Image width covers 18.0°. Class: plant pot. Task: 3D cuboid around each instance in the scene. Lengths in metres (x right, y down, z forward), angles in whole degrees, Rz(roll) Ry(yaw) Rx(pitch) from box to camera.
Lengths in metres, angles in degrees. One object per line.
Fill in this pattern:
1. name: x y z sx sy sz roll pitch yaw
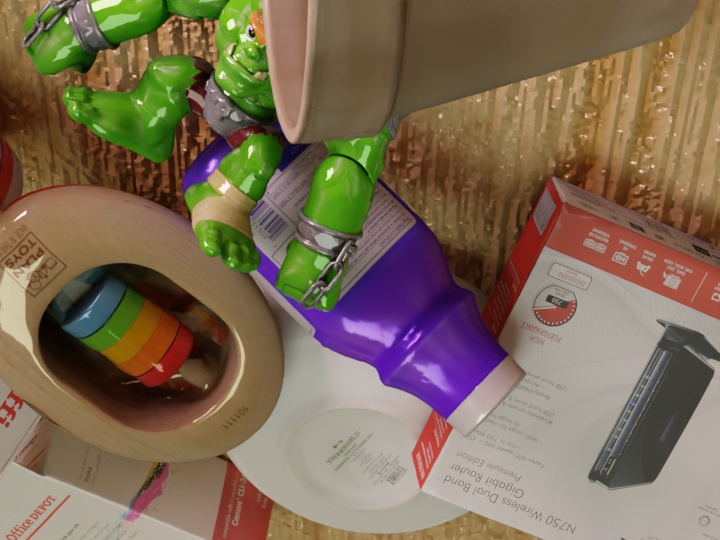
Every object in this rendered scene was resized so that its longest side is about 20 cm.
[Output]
1. plant pot: 0.049 -0.156 0.957 0.172 0.201 0.201 -3 144 -9

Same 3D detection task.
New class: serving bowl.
1. serving bowl: 0.004 0.086 1.303 0.199 0.066 0.201 4 132 5

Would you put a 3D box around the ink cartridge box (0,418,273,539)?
1. ink cartridge box: -0.171 0.152 1.497 0.199 0.068 0.116 25 141 -19

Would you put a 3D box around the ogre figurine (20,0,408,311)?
1. ogre figurine: -0.062 -0.087 1.108 0.120 0.200 0.098 -50 157 16

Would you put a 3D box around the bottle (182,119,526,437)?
1. bottle: 0.000 0.000 1.175 0.200 0.084 0.065 44 167 5

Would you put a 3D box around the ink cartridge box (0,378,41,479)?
1. ink cartridge box: -0.296 0.059 1.334 0.200 0.147 0.084 41 166 -33

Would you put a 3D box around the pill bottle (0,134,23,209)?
1. pill bottle: -0.274 -0.085 1.181 0.111 0.112 0.200 -11 137 28

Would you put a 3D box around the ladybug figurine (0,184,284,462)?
1. ladybug figurine: -0.128 0.022 1.216 0.136 0.072 0.200 -42 120 10

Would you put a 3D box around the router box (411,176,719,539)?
1. router box: 0.155 0.070 1.236 0.199 0.049 0.180 22 107 -13
